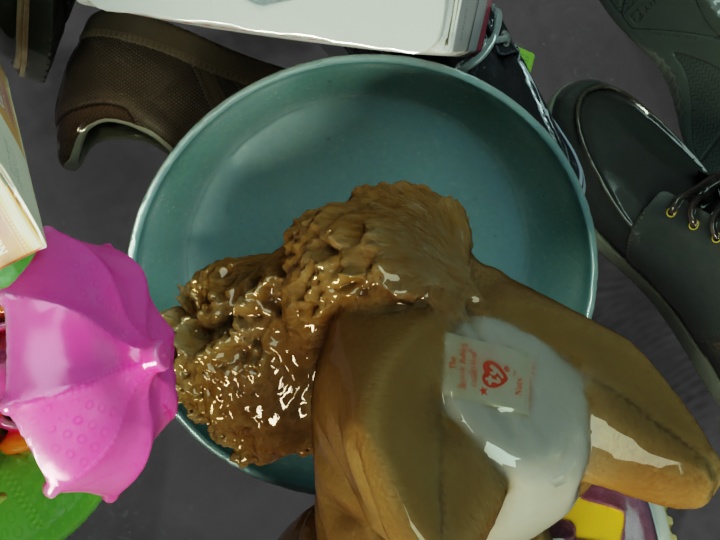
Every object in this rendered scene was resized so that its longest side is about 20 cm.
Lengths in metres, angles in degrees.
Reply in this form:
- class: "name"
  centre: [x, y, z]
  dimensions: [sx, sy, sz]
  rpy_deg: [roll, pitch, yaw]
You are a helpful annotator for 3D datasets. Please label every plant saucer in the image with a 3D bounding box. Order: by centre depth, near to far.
- class: "plant saucer"
  centre: [0.000, 0.000, 0.907]
  dimensions: [0.200, 0.200, 0.036]
  rpy_deg: [23, 18, -14]

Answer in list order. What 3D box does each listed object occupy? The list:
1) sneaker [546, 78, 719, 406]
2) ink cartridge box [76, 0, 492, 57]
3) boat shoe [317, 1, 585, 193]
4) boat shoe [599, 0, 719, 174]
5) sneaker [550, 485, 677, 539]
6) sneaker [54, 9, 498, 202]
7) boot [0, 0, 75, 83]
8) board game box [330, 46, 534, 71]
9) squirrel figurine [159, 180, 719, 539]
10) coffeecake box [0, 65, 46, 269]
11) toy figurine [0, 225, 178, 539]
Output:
- class: "sneaker"
  centre: [0.176, -0.027, 1.022]
  dimensions: [0.075, 0.106, 0.200]
  rpy_deg: [-33, 83, -34]
- class: "ink cartridge box"
  centre: [-0.021, -0.134, 0.860]
  dimensions: [0.146, 0.200, 0.083]
  rpy_deg: [9, 96, 5]
- class: "boat shoe"
  centre: [0.037, -0.106, 0.988]
  dimensions: [0.072, 0.068, 0.200]
  rpy_deg: [-35, 82, -34]
- class: "boat shoe"
  centre: [0.191, -0.103, 1.090]
  dimensions: [0.065, 0.074, 0.202]
  rpy_deg: [-10, 61, -53]
- class: "sneaker"
  centre: [0.087, 0.154, 0.909]
  dimensions: [0.090, 0.075, 0.200]
  rpy_deg: [3, 64, -30]
- class: "sneaker"
  centre: [-0.039, -0.051, 0.947]
  dimensions: [0.200, 0.070, 0.076]
  rpy_deg: [19, 80, 7]
- class: "boot"
  centre: [-0.181, -0.133, 0.866]
  dimensions: [0.138, 0.200, 0.078]
  rpy_deg: [21, 83, -10]
- class: "board game box"
  centre: [0.017, -0.041, 1.002]
  dimensions: [0.095, 0.030, 0.200]
  rpy_deg: [24, 55, -11]
- class: "squirrel figurine"
  centre: [0.007, 0.073, 0.849]
  dimensions: [0.141, 0.187, 0.200]
  rpy_deg: [-22, 69, -34]
- class: "coffeecake box"
  centre: [-0.222, -0.022, 0.752]
  dimensions: [0.200, 0.154, 0.073]
  rpy_deg: [-27, 120, 0]
- class: "toy figurine"
  centre: [-0.148, 0.042, 0.769]
  dimensions: [0.200, 0.184, 0.150]
  rpy_deg: [-13, 88, -26]
